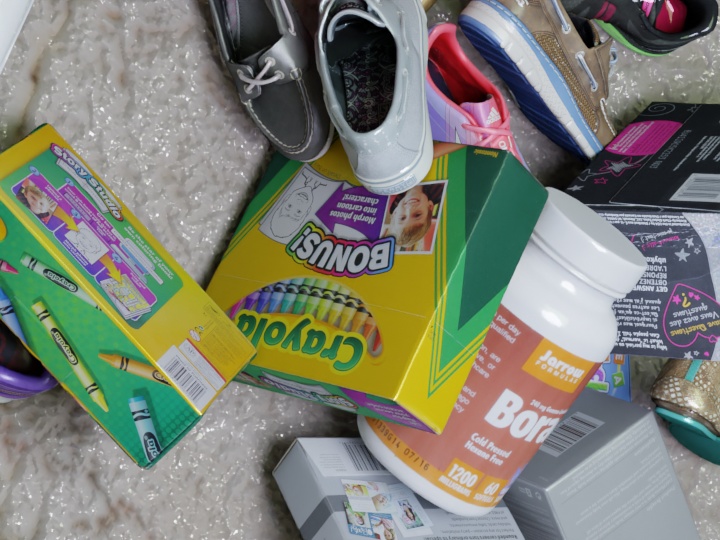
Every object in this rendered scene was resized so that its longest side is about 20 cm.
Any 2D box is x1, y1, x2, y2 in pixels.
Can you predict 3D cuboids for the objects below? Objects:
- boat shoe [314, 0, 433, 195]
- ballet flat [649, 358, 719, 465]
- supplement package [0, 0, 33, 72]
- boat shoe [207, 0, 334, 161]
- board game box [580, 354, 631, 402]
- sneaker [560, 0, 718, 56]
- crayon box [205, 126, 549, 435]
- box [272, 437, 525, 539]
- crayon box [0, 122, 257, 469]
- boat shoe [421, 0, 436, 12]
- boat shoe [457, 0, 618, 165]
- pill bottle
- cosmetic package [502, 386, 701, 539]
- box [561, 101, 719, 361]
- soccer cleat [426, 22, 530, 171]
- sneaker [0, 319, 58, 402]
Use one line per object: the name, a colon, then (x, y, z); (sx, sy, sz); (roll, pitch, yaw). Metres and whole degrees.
boat shoe: (0.006, -0.144, 1.466); (0.072, 0.069, 0.202); (62, 15, -51)
ballet flat: (0.250, 0.092, 1.633); (0.070, 0.200, 0.066); (23, 83, 16)
supplement package: (-0.305, -0.176, 1.355); (0.199, 0.117, 0.118); (29, 75, -25)
boat shoe: (-0.073, -0.166, 1.501); (0.057, 0.067, 0.202); (-7, 79, -55)
board game box: (0.100, 0.031, 1.623); (0.198, 0.037, 0.153); (-1, 89, -28)
sneaker: (0.176, -0.207, 1.637); (0.199, 0.083, 0.077); (11, 81, -37)
crayon box: (0.000, 0.000, 1.472); (0.058, 0.199, 0.174); (41, 69, -42)
box: (0.048, 0.197, 1.507); (0.155, 0.041, 0.201); (3, 45, -39)
crayon box: (-0.162, 0.012, 1.400); (0.058, 0.119, 0.200); (-42, 93, 22)
boat shoe: (0.050, -0.235, 1.584); (0.069, 0.071, 0.200); (42, 64, 1)
boat shoe: (0.142, -0.139, 1.594); (0.073, 0.072, 0.200); (-50, 142, -5)
pill bottle: (0.094, 0.051, 1.493); (0.112, 0.112, 0.201); (28, 107, -26)
cosmetic package: (0.176, 0.197, 1.617); (0.106, 0.090, 0.201); (-31, 116, -24)
box: (0.232, -0.029, 1.594); (0.200, 0.131, 0.116); (-43, 129, -52)
soccer cleat: (0.085, -0.075, 1.566); (0.066, 0.076, 0.201); (-29, 84, -35)
sneaker: (-0.256, 0.007, 1.396); (0.199, 0.083, 0.081); (36, 72, -23)
